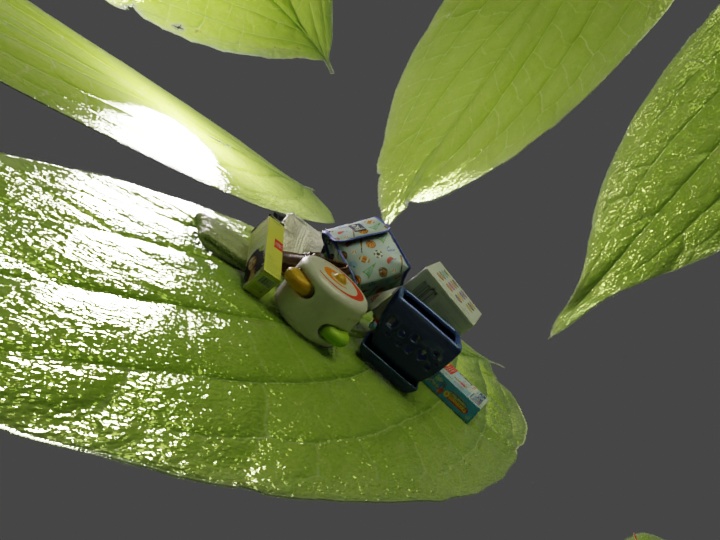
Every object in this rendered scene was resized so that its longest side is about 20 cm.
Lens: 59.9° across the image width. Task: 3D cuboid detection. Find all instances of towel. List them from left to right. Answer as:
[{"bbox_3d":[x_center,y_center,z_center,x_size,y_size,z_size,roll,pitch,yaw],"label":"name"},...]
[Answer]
[{"bbox_3d":[-0.292,-0.051,1.427,0.200,0.036,0.148,36,10,-29],"label":"towel"},{"bbox_3d":[-0.166,-0.053,1.642,0.132,0.034,0.200,35,46,-24],"label":"towel"}]

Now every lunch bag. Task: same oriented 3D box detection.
[{"bbox_3d":[0.009,-0.043,1.621,0.200,0.170,0.124,63,-25,24],"label":"lunch bag"}]

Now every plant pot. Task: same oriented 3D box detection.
[{"bbox_3d":[0.115,0.175,1.534,0.200,0.180,0.200,41,9,2],"label":"plant pot"}]

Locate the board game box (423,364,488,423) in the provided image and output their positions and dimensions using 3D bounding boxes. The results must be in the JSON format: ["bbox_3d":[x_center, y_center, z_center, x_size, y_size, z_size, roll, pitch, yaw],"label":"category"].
[{"bbox_3d":[0.264,0.332,1.779,0.196,0.056,0.200,42,9,17],"label":"board game box"}]

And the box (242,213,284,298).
[{"bbox_3d":[-0.209,-0.035,1.369,0.050,0.075,0.200,37,28,-28],"label":"box"}]

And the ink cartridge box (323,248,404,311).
[{"bbox_3d":[0.000,0.000,1.716,0.200,0.145,0.084,50,-26,-2],"label":"ink cartridge box"}]

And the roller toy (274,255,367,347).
[{"bbox_3d":[-0.084,0.060,1.370,0.200,0.140,0.182,39,12,-6],"label":"roller toy"}]

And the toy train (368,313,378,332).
[{"bbox_3d":[0.078,0.187,1.756,0.200,0.056,0.150,39,21,-32],"label":"toy train"}]

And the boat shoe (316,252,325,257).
[{"bbox_3d":[-0.118,0.028,1.564,0.072,0.072,0.200,-4,35,-3],"label":"boat shoe"}]

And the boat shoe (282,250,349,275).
[{"bbox_3d":[-0.122,-0.016,1.484,0.200,0.068,0.072,17,35,-8],"label":"boat shoe"}]

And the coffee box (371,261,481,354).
[{"bbox_3d":[0.190,0.117,1.747,0.200,0.200,0.198,52,17,7],"label":"coffee box"}]

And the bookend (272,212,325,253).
[{"bbox_3d":[-0.136,-0.079,1.790,0.199,0.092,0.200,18,-1,21],"label":"bookend"}]

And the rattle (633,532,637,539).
[{"bbox_3d":[0.811,0.826,1.704,0.200,0.143,0.130,28,-32,35],"label":"rattle"}]
